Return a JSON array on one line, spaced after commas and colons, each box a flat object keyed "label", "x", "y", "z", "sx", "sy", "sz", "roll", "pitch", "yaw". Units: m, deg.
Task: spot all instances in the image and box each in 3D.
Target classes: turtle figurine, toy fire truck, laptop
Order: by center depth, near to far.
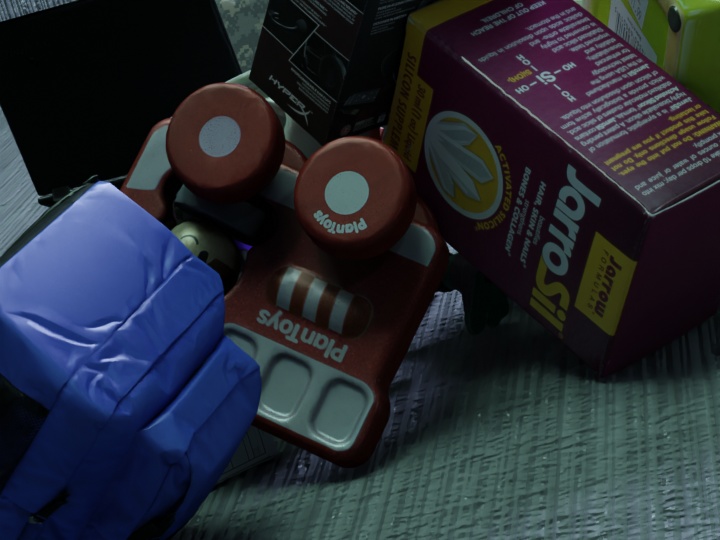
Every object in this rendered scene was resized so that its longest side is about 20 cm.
[{"label": "toy fire truck", "x": -0.054, "y": 0.002, "z": 1.364, "sx": 0.199, "sy": 0.169, "sz": 0.112, "roll": 23, "pitch": -11, "yaw": 17}, {"label": "turtle figurine", "x": 0.000, "y": 0.000, "z": 1.573, "sx": 0.149, "sy": 0.101, "sz": 0.200, "roll": -24, "pitch": 21, "yaw": -27}, {"label": "laptop", "x": -0.143, "y": -0.116, "z": 1.743, "sx": 0.186, "sy": 0.116, "sz": 0.200, "roll": -12, "pitch": -14, "yaw": 22}]

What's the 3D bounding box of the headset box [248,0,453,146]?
[{"label": "headset box", "x": 0.032, "y": -0.187, "z": 1.400, "sx": 0.148, "sy": 0.201, "sz": 0.077, "roll": -22, "pitch": 54, "yaw": -39}]

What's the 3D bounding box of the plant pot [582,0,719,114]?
[{"label": "plant pot", "x": 0.239, "y": -0.148, "z": 1.449, "sx": 0.181, "sy": 0.200, "sz": 0.200, "roll": -10, "pitch": 44, "yaw": -14}]

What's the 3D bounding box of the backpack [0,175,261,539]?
[{"label": "backpack", "x": -0.164, "y": 0.088, "z": 1.273, "sx": 0.200, "sy": 0.168, "sz": 0.162, "roll": -49, "pitch": -5, "yaw": 36}]

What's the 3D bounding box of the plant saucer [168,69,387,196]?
[{"label": "plant saucer", "x": -0.042, "y": -0.081, "z": 1.562, "sx": 0.199, "sy": 0.050, "sz": 0.200, "roll": -20, "pitch": -14, "yaw": -5}]

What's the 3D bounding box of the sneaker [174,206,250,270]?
[{"label": "sneaker", "x": -0.100, "y": -0.024, "z": 1.708, "sx": 0.069, "sy": 0.100, "sz": 0.200, "roll": -21, "pitch": -1, "yaw": 3}]

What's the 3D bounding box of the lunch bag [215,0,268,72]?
[{"label": "lunch bag", "x": -0.037, "y": -0.234, "z": 2.469, "sx": 0.199, "sy": 0.140, "sz": 0.168, "roll": -12, "pitch": -2, "yaw": 19}]

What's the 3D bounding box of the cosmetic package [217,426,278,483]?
[{"label": "cosmetic package", "x": -0.135, "y": 0.092, "z": 1.456, "sx": 0.082, "sy": 0.051, "sz": 0.200, "roll": -23, "pitch": 15, "yaw": -27}]

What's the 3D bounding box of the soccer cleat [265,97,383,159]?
[{"label": "soccer cleat", "x": -0.037, "y": -0.010, "z": 1.460, "sx": 0.077, "sy": 0.201, "sz": 0.069, "roll": 8, "pitch": -9, "yaw": 5}]

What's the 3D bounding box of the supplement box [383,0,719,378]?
[{"label": "supplement box", "x": 0.115, "y": -0.059, "z": 1.385, "sx": 0.103, "sy": 0.131, "sz": 0.200, "roll": -26, "pitch": 54, "yaw": -34}]

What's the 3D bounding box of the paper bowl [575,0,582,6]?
[{"label": "paper bowl", "x": 0.157, "y": -0.085, "z": 1.580, "sx": 0.200, "sy": 0.105, "sz": 0.201, "roll": 8, "pitch": 40, "yaw": -7}]
